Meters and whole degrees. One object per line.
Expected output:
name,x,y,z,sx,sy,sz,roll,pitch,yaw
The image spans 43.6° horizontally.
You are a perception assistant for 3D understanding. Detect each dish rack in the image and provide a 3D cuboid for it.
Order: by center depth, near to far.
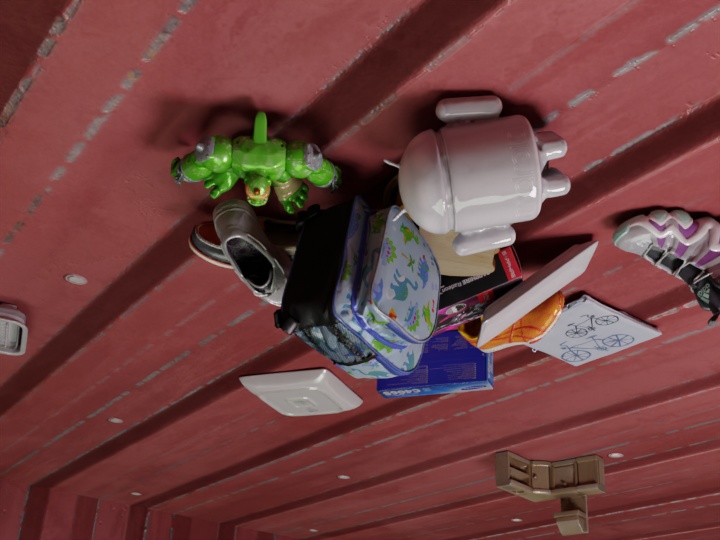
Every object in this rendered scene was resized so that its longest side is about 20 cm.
dish rack,-0.673,0.087,1.548,0.196,0.044,0.172,13,150,-18

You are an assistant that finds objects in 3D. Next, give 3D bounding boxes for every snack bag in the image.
snack bag,0.356,0.100,1.464,0.197,0.022,0.187,21,147,-31

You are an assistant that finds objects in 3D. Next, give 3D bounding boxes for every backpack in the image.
backpack,0.015,0.032,1.088,0.144,0.187,0.200,-9,144,30

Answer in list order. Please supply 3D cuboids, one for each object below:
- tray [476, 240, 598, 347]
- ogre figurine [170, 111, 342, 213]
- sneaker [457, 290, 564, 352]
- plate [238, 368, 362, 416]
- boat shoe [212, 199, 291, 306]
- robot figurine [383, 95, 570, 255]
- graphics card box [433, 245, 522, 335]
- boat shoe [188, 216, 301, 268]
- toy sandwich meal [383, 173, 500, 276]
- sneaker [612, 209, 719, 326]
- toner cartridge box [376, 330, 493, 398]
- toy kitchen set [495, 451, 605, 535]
tray,0.236,0.028,1.232,0.198,0.022,0.108,-34,161,-11
ogre figurine,-0.119,-0.121,1.028,0.196,0.100,0.120,22,170,-3
sneaker,0.228,0.075,1.382,0.076,0.074,0.199,32,140,-27
plate,-0.118,0.253,1.809,0.195,0.033,0.200,-8,151,21
boat shoe,-0.127,-0.004,1.139,0.070,0.070,0.202,-14,141,3
robot figurine,0.126,-0.104,0.980,0.195,0.174,0.113,-9,-168,3
graphics card box,0.132,0.040,1.255,0.196,0.052,0.126,-21,162,5
boat shoe,-0.129,-0.042,1.200,0.195,0.072,0.063,8,141,-15
toy sandwich meal,0.116,-0.066,1.120,0.200,0.072,0.206,3,153,1
sneaker,0.421,0.003,1.134,0.195,0.143,0.078,2,154,2
toner cartridge box,0.126,0.158,1.525,0.195,0.097,0.043,-8,153,22
toy kitchen set,0.444,0.514,2.094,0.197,0.167,0.179,-20,145,38
